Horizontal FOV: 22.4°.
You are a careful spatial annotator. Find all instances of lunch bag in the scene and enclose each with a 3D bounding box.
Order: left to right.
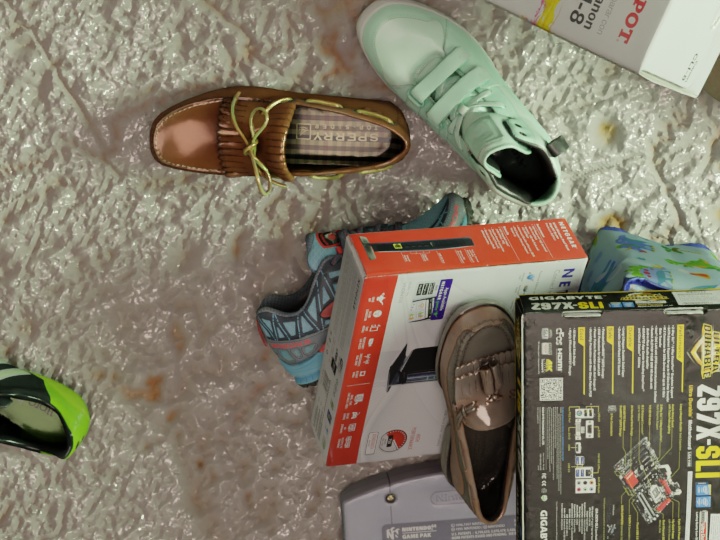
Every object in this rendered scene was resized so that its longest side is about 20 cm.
[{"bbox_3d":[0.216,0.084,1.412,0.126,0.170,0.202,10,105,-2],"label":"lunch bag"}]

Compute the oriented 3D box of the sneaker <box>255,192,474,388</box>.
[{"bbox_3d":[0.000,0.000,1.423,0.200,0.079,0.096,-42,101,7],"label":"sneaker"}]

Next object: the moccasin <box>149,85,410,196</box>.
[{"bbox_3d":[-0.061,-0.098,1.393,0.200,0.078,0.074,6,104,-5],"label":"moccasin"}]

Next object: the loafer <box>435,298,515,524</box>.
[{"bbox_3d":[0.098,0.110,1.376,0.071,0.063,0.201,-13,135,-12],"label":"loafer"}]

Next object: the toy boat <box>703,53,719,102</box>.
[{"bbox_3d":[0.346,-0.190,1.382,0.199,0.131,0.131,18,138,15],"label":"toy boat"}]

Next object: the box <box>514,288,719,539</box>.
[{"bbox_3d":[0.191,0.117,1.309,0.158,0.049,0.202,-3,105,-1],"label":"box"}]

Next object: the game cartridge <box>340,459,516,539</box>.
[{"bbox_3d":[0.084,0.223,1.509,0.198,0.042,0.134,-4,100,-3],"label":"game cartridge"}]

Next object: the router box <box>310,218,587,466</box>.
[{"bbox_3d":[0.064,0.056,1.392,0.178,0.049,0.201,-5,133,-18],"label":"router box"}]

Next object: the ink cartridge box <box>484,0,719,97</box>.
[{"bbox_3d":[0.171,-0.235,1.298,0.199,0.144,0.146,30,102,24],"label":"ink cartridge box"}]

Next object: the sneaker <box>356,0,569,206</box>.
[{"bbox_3d":[0.081,-0.129,1.375,0.200,0.118,0.074,41,100,-11],"label":"sneaker"}]

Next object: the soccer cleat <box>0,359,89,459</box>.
[{"bbox_3d":[-0.308,0.095,1.424,0.199,0.081,0.068,19,102,-8],"label":"soccer cleat"}]
